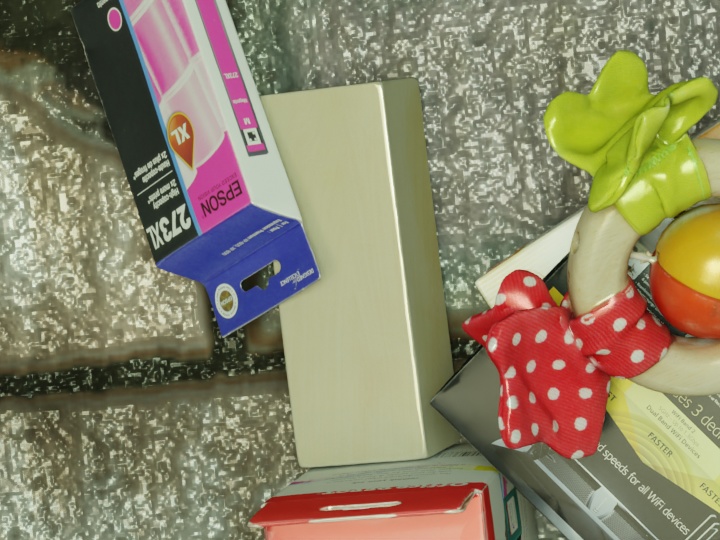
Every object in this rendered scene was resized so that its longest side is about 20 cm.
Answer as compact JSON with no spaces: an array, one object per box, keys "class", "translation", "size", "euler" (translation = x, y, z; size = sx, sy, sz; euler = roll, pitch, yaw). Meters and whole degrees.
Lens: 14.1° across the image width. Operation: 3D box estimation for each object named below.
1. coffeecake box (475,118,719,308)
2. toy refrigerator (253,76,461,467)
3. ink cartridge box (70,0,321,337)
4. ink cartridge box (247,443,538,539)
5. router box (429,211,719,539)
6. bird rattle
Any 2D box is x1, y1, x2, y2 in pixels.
[{"class":"coffeecake box","translation":[0.186,0.013,1.526],"size":[0.200,0.073,0.154],"euler":[-33,89,14]},{"class":"toy refrigerator","translation":[0.000,0.000,1.569],"size":[0.076,0.070,0.201],"euler":[-6,94,20]},{"class":"ink cartridge box","translation":[-0.090,-0.070,1.559],"size":[0.095,0.037,0.201],"euler":[-30,77,46]},{"class":"ink cartridge box","translation":[0.020,0.138,1.509],"size":[0.116,0.200,0.068],"euler":[-5,95,13]},{"class":"router box","translation":[0.160,0.077,1.474],"size":[0.200,0.052,0.157],"euler":[45,103,3]},{"class":"bird rattle","translation":[0.146,0.003,1.394],"size":[0.162,0.113,0.201],"euler":[13,101,-8]}]
